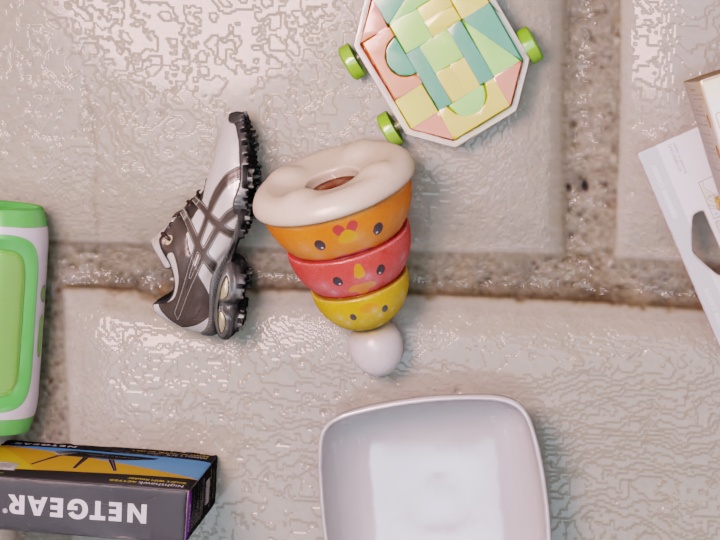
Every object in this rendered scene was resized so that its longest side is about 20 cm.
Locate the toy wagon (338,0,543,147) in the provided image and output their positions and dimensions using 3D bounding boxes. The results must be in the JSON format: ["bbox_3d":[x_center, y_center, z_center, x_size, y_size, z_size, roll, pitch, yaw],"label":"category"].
[{"bbox_3d":[0.057,-0.209,1.740,0.154,0.040,0.201,-30,92,7],"label":"toy wagon"}]

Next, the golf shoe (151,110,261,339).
[{"bbox_3d":[-0.137,-0.043,1.757,0.093,0.078,0.202,7,95,5],"label":"golf shoe"}]

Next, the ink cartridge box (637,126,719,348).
[{"bbox_3d":[0.355,-0.048,1.725,0.172,0.044,0.201,-24,93,8],"label":"ink cartridge box"}]

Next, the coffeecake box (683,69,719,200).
[{"bbox_3d":[0.330,-0.069,1.627,0.072,0.154,0.202,-17,94,6],"label":"coffeecake box"}]

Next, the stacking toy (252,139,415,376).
[{"bbox_3d":[0.000,0.000,1.739,0.145,0.146,0.202,-15,112,7],"label":"stacking toy"}]

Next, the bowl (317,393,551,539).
[{"bbox_3d":[0.068,0.206,1.763,0.198,0.075,0.202,-6,95,7],"label":"bowl"}]

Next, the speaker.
[{"bbox_3d":[-0.324,0.041,1.779,0.087,0.088,0.202,5,96,5],"label":"speaker"}]

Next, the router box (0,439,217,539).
[{"bbox_3d":[-0.234,0.192,1.753,0.198,0.149,0.052,3,97,5],"label":"router box"}]
